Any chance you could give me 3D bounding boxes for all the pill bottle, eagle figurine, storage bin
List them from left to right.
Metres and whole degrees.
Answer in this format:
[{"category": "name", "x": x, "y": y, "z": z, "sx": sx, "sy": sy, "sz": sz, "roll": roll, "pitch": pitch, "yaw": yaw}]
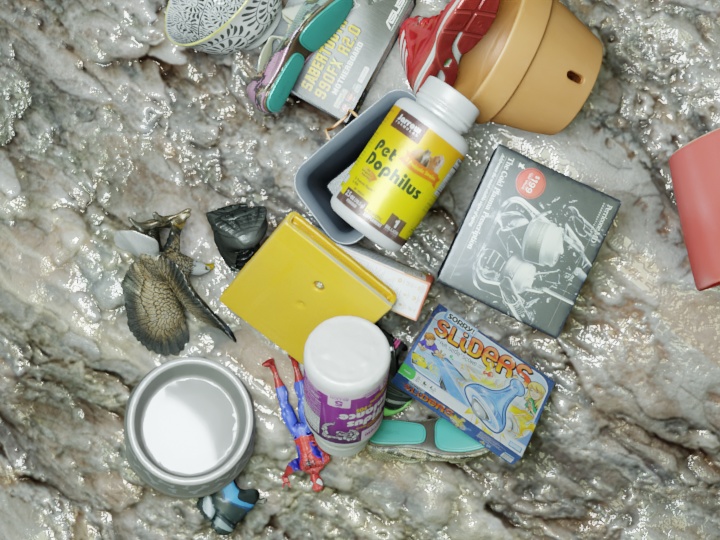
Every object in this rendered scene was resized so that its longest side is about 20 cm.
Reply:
[{"category": "eagle figurine", "x": -0.263, "y": 0.019, "z": 1.243, "sx": 0.148, "sy": 0.152, "sz": 0.204, "roll": -8, "pitch": 87, "yaw": -13}, {"category": "pill bottle", "x": -0.020, "y": 0.161, "z": 1.148, "sx": 0.110, "sy": 0.202, "sz": 0.114, "roll": 2, "pitch": 51, "yaw": -2}, {"category": "storage bin", "x": 0.015, "y": -0.143, "z": 1.196, "sx": 0.199, "sy": 0.134, "sz": 0.146, "roll": -39, "pitch": 88, "yaw": 6}, {"category": "pill bottle", "x": 0.058, "y": -0.132, "z": 1.070, "sx": 0.109, "sy": 0.109, "sz": 0.201, "roll": 35, "pitch": 96, "yaw": 4}]

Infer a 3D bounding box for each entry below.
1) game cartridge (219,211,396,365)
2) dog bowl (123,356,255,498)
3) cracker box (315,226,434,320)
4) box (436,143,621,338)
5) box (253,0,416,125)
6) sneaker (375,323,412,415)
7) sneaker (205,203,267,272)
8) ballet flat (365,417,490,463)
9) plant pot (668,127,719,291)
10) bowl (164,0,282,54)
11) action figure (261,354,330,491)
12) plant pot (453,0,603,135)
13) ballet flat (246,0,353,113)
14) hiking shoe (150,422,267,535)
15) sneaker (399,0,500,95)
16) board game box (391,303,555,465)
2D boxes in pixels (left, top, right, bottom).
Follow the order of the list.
[{"category": "game cartridge", "x": -0.074, "y": 0.035, "z": 1.156, "sx": 0.176, "sy": 0.033, "sz": 0.200, "roll": 39, "pitch": 135, "yaw": -10}, {"category": "dog bowl", "x": -0.240, "y": 0.216, "z": 1.238, "sx": 0.196, "sy": 0.059, "sz": 0.204, "roll": 4, "pitch": 71, "yaw": -10}, {"category": "cracker box", "x": 0.000, "y": 0.000, "z": 1.205, "sx": 0.197, "sy": 0.134, "sz": 0.058, "roll": 24, "pitch": 96, "yaw": 5}, {"category": "box", "x": 0.225, "y": -0.041, "z": 1.192, "sx": 0.180, "sy": 0.104, "sz": 0.203, "roll": 25, "pitch": 96, "yaw": 3}, {"category": "box", "x": -0.035, "y": -0.332, "z": 1.235, "sx": 0.157, "sy": 0.048, "sz": 0.202, "roll": 31, "pitch": 96, "yaw": 4}, {"category": "sneaker", "x": 0.020, "y": 0.104, "z": 1.237, "sx": 0.083, "sy": 0.077, "sz": 0.202, "roll": -27, "pitch": 100, "yaw": 15}, {"category": "sneaker", "x": -0.162, "y": -0.041, "z": 1.200, "sx": 0.075, "sy": 0.200, "sz": 0.092, "roll": -14, "pitch": 101, "yaw": -12}, {"category": "ballet flat", "x": 0.101, "y": 0.245, "z": 1.242, "sx": 0.196, "sy": 0.069, "sz": 0.076, "roll": -3, "pitch": 137, "yaw": 10}, {"category": "plant pot", "x": 0.496, "y": -0.091, "z": 1.124, "sx": 0.198, "sy": 0.200, "sz": 0.180, "roll": -20, "pitch": 80, "yaw": 7}, {"category": "bowl", "x": -0.169, "y": -0.369, "z": 1.209, "sx": 0.199, "sy": 0.094, "sz": 0.204, "roll": -21, "pitch": 53, "yaw": 31}, {"category": "action figure", "x": -0.092, "y": 0.226, "z": 1.248, "sx": 0.064, "sy": 0.099, "sz": 0.203, "roll": -17, "pitch": 93, "yaw": 8}, {"category": "plant pot", "x": 0.222, "y": -0.270, "z": 1.149, "sx": 0.138, "sy": 0.200, "sz": 0.203, "roll": 23, "pitch": 96, "yaw": -13}, {"category": "ballet flat", "x": -0.092, "y": -0.310, "z": 1.191, "sx": 0.071, "sy": 0.069, "sz": 0.201, "roll": 39, "pitch": 97, "yaw": 24}, {"category": "hiking shoe", "x": -0.231, "y": 0.287, "z": 1.287, "sx": 0.086, "sy": 0.074, "sz": 0.201, "roll": -39, "pitch": 91, "yaw": -12}, {"category": "sneaker", "x": 0.103, "y": -0.331, "z": 1.166, "sx": 0.201, "sy": 0.077, "sz": 0.116, "roll": -56, "pitch": 49, "yaw": 38}, {"category": "board game box", "x": 0.157, "y": 0.154, "z": 1.205, "sx": 0.198, "sy": 0.035, "sz": 0.136, "roll": 33, "pitch": 54, "yaw": 3}]
